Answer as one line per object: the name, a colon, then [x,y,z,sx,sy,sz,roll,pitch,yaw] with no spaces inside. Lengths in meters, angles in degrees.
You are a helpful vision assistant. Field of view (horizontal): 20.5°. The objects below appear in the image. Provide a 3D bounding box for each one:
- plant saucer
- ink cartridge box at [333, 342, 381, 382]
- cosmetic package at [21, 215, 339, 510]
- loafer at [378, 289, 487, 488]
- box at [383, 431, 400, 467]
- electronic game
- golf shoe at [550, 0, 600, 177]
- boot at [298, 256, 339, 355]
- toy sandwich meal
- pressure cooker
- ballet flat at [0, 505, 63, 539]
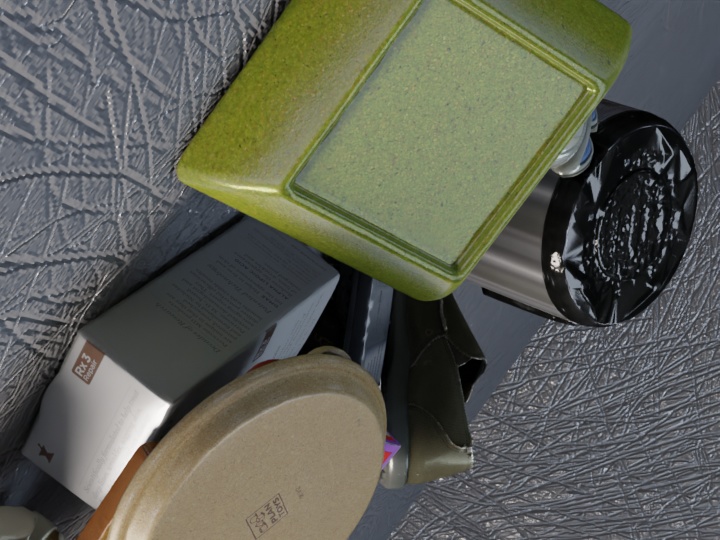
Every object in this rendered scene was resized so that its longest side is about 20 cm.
plant saucer: [0.036,-0.081,1.059,0.200,0.048,0.200,26,107,-38]
ink cartridge box: [-0.032,0.111,1.487,0.200,0.039,0.100,-50,-168,30]
cosmetic package: [-0.101,0.051,1.161,0.200,0.074,0.102,-41,164,-55]
loafer: [0.049,0.063,1.340,0.075,0.070,0.200,99,-4,-52]
box: [-0.078,0.162,1.225,0.200,0.039,0.137,-51,150,11]
electronic game: [0.000,0.000,1.327,0.200,0.042,0.200,-173,-90,-87]
golf shoe: [0.116,-0.160,1.277,0.097,0.078,0.200,66,17,-57]
boot: [0.006,0.014,1.588,0.200,0.069,0.174,-56,176,32]
toy sandwich meal: [-0.073,0.118,1.090,0.205,0.070,0.205,-27,139,-27]
pressure cooker: [0.142,-0.062,1.561,0.176,0.200,0.179,34,81,-48]
ballet flat: [-0.195,0.165,1.124,0.064,0.067,0.200,-59,170,-4]
